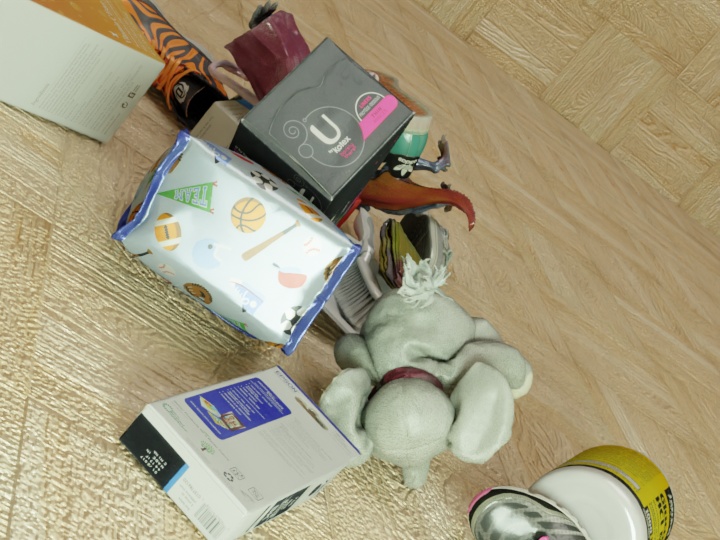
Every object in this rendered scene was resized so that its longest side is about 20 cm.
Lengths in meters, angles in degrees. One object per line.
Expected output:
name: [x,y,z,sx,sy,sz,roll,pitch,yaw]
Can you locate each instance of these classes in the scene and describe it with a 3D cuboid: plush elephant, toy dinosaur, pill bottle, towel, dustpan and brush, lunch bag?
plush elephant: [0.047,0.102,1.161,0.164,0.155,0.200,5,-29,12]
toy dinosaur: [0.009,-0.104,1.574,0.181,0.105,0.200,-6,15,-13]
pill bottle: [0.214,0.215,1.272,0.112,0.113,0.200,45,18,15]
towel: [0.073,0.049,1.433,0.200,0.023,0.144,58,12,-20]
dustpan and brush: [0.000,0.000,1.393,0.140,0.057,0.200,47,13,-28]
lunch bag: [-0.104,-0.027,1.162,0.170,0.124,0.200,36,3,-10]

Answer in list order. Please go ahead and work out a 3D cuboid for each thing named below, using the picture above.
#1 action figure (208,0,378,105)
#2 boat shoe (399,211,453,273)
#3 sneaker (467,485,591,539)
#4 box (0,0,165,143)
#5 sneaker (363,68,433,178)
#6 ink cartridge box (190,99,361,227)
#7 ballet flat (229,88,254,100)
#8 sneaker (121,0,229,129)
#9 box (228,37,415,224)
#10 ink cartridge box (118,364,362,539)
action figure: [-0.065,-0.159,1.432,0.134,0.149,0.200,-16,77,-62]
boat shoe: [0.077,-0.021,1.639,0.065,0.075,0.202,33,11,-10]
sneaker: [0.162,0.251,1.132,0.200,0.074,0.087,47,11,4]
box: [-0.292,-0.212,1.266,0.200,0.098,0.124,20,26,-49]
sneaker: [0.014,-0.163,1.555,0.071,0.080,0.200,5,23,-23]
ink cartridge box: [-0.076,-0.083,1.464,0.200,0.067,0.116,43,17,6]
ballet flat: [-0.077,-0.176,1.571,0.200,0.074,0.074,22,1,41]
sneaker: [-0.207,-0.218,1.503,0.200,0.078,0.112,26,22,-41]
box: [-0.051,-0.094,1.287,0.106,0.122,0.200,41,-25,2]
ink cartridge box: [-0.077,0.123,0.999,0.099,0.039,0.200,45,19,14]
